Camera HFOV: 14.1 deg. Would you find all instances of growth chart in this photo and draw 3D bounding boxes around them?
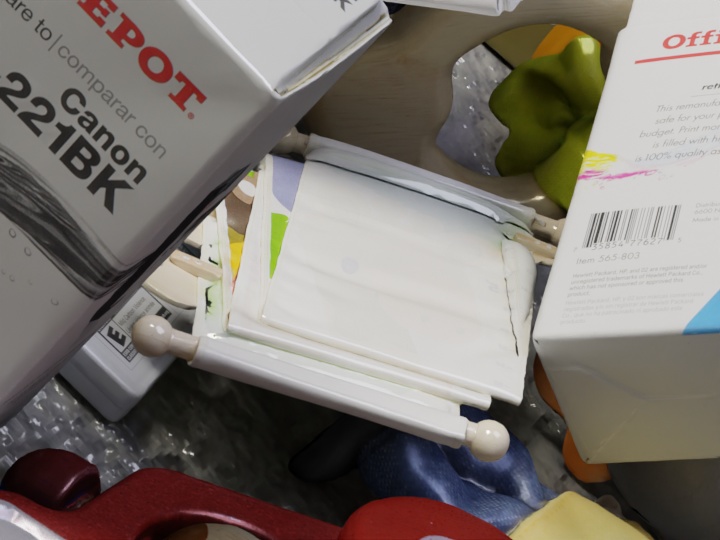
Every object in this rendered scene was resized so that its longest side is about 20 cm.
[{"bbox_3d":[0.000,0.000,1.001,0.144,0.018,0.200,21,27,1],"label":"growth chart"}]

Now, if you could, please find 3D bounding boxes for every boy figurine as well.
[{"bbox_3d":[0.070,0.114,0.994,0.200,0.064,0.124,49,31,3],"label":"boy figurine"}]

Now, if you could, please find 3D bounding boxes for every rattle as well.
[{"bbox_3d":[0.024,-0.097,1.146,0.199,0.131,0.143,9,47,-15],"label":"rattle"}]

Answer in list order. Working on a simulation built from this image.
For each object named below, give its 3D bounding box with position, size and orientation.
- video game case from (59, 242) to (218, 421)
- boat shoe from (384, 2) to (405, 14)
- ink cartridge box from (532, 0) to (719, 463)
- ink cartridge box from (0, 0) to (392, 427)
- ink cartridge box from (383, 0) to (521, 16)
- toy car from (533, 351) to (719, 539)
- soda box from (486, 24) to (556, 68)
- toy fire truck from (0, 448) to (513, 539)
[{"bbox_3d":[-0.124,-0.053,0.995,0.200,0.018,0.143,44,32,-4],"label":"video game case"},{"bbox_3d":[-0.036,-0.169,1.189,0.200,0.062,0.075,48,33,6],"label":"boat shoe"},{"bbox_3d":[0.142,-0.030,1.033,0.201,0.114,0.068,-71,147,-40],"label":"ink cartridge box"},{"bbox_3d":[-0.111,-0.052,0.833,0.144,0.200,0.084,46,31,0],"label":"ink cartridge box"},{"bbox_3d":[-0.028,-0.156,1.047,0.199,0.085,0.145,9,18,11],"label":"ink cartridge box"},{"bbox_3d":[0.153,0.083,1.081,0.199,0.178,0.184,23,23,17],"label":"toy car"},{"bbox_3d":[0.124,-0.096,1.294,0.200,0.064,0.068,41,32,-9],"label":"soda box"},{"bbox_3d":[-0.052,0.111,0.824,0.167,0.113,0.200,33,28,14],"label":"toy fire truck"}]
